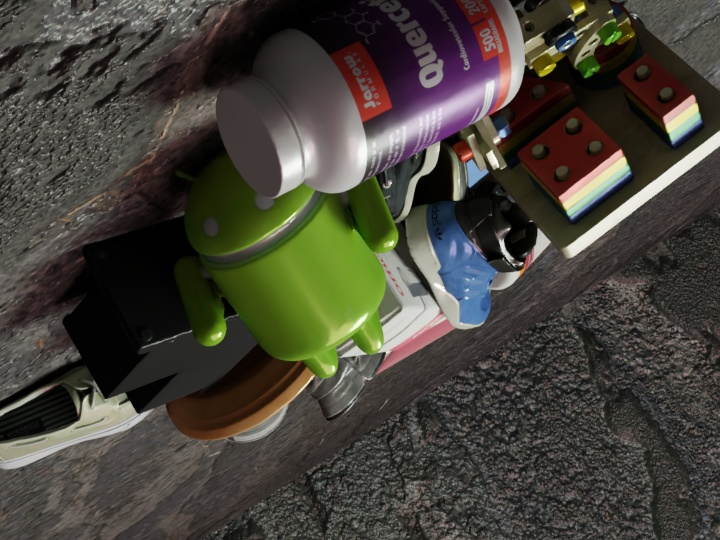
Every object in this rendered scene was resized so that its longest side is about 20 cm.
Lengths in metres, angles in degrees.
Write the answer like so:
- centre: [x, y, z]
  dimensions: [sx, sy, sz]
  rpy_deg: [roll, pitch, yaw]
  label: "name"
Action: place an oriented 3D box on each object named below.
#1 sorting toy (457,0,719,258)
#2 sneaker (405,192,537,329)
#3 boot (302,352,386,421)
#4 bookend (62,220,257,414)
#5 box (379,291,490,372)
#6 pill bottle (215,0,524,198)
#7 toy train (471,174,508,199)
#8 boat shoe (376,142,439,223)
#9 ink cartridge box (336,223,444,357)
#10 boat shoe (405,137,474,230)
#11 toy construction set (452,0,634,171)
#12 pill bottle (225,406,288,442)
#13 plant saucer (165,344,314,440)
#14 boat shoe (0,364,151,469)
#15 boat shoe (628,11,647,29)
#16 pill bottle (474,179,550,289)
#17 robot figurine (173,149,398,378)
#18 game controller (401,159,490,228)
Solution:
- centre: [0.205, -0.147, 1.214]
  dimensions: [0.199, 0.199, 0.070]
  rpy_deg: [-37, 139, 1]
  label: "sorting toy"
- centre: [0.124, -0.008, 1.286]
  dimensions: [0.110, 0.077, 0.200]
  rpy_deg: [-11, 146, 16]
  label: "sneaker"
- centre: [-0.062, 0.112, 1.384]
  dimensions: [0.200, 0.132, 0.070]
  rpy_deg: [-43, -155, -19]
  label: "boot"
- centre: [-0.174, 0.048, 1.128]
  dimensions: [0.198, 0.093, 0.200]
  rpy_deg: [-20, 163, -46]
  label: "bookend"
- centre: [0.029, 0.037, 1.557]
  dimensions: [0.199, 0.128, 0.109]
  rpy_deg: [-28, 167, -27]
  label: "box"
- centre: [0.007, -0.125, 0.892]
  dimensions: [0.199, 0.113, 0.113]
  rpy_deg: [-30, 167, -25]
  label: "pill bottle"
- centre: [0.156, -0.116, 1.361]
  dimensions: [0.034, 0.046, 0.201]
  rpy_deg: [6, -122, 46]
  label: "toy train"
- centre: [0.018, -0.092, 1.184]
  dimensions: [0.065, 0.075, 0.199]
  rpy_deg: [-2, 169, -12]
  label: "boat shoe"
- centre: [0.000, 0.000, 1.285]
  dimensions: [0.085, 0.146, 0.200]
  rpy_deg: [-36, 169, 15]
  label: "ink cartridge box"
- centre: [0.086, -0.067, 1.377]
  dimensions: [0.065, 0.073, 0.201]
  rpy_deg: [-36, 150, -29]
  label: "boat shoe"
- centre: [0.144, -0.180, 1.143]
  dimensions: [0.200, 0.092, 0.131]
  rpy_deg: [-46, 169, -2]
  label: "toy construction set"
- centre: [-0.137, 0.133, 1.513]
  dimensions: [0.113, 0.114, 0.200]
  rpy_deg: [-33, 169, -9]
  label: "pill bottle"
- centre: [-0.114, 0.077, 1.308]
  dimensions: [0.199, 0.038, 0.201]
  rpy_deg: [-26, -146, 19]
  label: "plant saucer"
- centre: [-0.261, 0.127, 1.248]
  dimensions: [0.199, 0.072, 0.062]
  rpy_deg: [-28, 169, -18]
  label: "boat shoe"
- centre: [0.257, -0.172, 1.283]
  dimensions: [0.072, 0.201, 0.062]
  rpy_deg: [27, 133, -27]
  label: "boat shoe"
- centre: [0.189, -0.078, 1.539]
  dimensions: [0.200, 0.110, 0.110]
  rpy_deg: [-44, 174, -30]
  label: "pill bottle"
- centre: [-0.056, -0.014, 1.013]
  dimensions: [0.174, 0.201, 0.116]
  rpy_deg: [-27, -151, 10]
  label: "robot figurine"
- centre: [0.090, -0.091, 1.436]
  dimensions: [0.200, 0.042, 0.104]
  rpy_deg: [-39, 168, 17]
  label: "game controller"
